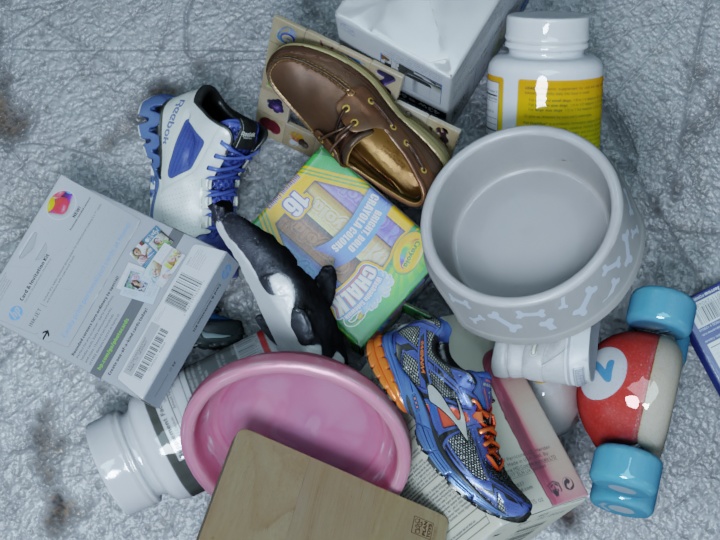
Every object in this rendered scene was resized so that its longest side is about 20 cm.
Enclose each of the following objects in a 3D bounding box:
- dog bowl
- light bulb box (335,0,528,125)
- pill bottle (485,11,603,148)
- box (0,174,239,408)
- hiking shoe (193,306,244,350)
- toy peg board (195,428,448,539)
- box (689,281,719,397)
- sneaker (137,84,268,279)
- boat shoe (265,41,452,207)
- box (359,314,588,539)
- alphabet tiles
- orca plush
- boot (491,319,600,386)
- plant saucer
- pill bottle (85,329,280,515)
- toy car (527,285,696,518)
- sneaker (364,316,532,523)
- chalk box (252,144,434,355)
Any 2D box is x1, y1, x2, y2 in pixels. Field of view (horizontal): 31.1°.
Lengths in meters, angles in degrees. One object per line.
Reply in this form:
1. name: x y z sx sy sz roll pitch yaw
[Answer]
1. dog bowl: 0.143 -0.038 1.120 0.200 0.059 0.200 -9 62 17
2. light bulb box: 0.080 -0.261 1.237 0.125 0.200 0.198 31 83 6
3. pill bottle: 0.174 -0.143 1.234 0.109 0.109 0.200 1 106 0
4. box: -0.236 0.017 1.210 0.200 0.041 0.156 24 78 21
5. hiking shoe: -0.204 0.019 1.261 0.200 0.074 0.087 17 83 3
6. toy peg board: -0.051 0.268 1.065 0.199 0.098 0.200 25 46 -8
7. box: 0.406 0.096 1.268 0.121 0.032 0.200 -26 81 -3
8. sneaker: -0.145 -0.094 1.251 0.115 0.081 0.199 -20 80 36
9. boat shoe: -0.004 -0.132 1.177 0.200 0.068 0.072 38 124 -7
10. box: 0.091 0.154 1.170 0.109 0.128 0.200 -10 63 -35
11. alphabet tiles: -0.005 -0.146 1.243 0.200 0.167 0.008 26 56 5
12. orca plush: -0.059 0.014 1.158 0.071 0.105 0.200 -31 77 -23
13. boot: 0.169 0.012 1.162 0.096 0.074 0.200 2 51 18
14. plant saucer: -0.054 0.143 1.126 0.200 0.051 0.201 4 127 5
15. pill bottle: -0.147 0.145 1.224 0.200 0.114 0.114 -26 83 -3
16. toy car: 0.194 0.110 1.209 0.200 0.177 0.184 12 71 14
17. sneaker: 0.081 0.118 1.056 0.078 0.075 0.200 -38 68 7
18. chalk box: 0.000 0.000 1.239 0.200 0.124 0.124 42 84 7
